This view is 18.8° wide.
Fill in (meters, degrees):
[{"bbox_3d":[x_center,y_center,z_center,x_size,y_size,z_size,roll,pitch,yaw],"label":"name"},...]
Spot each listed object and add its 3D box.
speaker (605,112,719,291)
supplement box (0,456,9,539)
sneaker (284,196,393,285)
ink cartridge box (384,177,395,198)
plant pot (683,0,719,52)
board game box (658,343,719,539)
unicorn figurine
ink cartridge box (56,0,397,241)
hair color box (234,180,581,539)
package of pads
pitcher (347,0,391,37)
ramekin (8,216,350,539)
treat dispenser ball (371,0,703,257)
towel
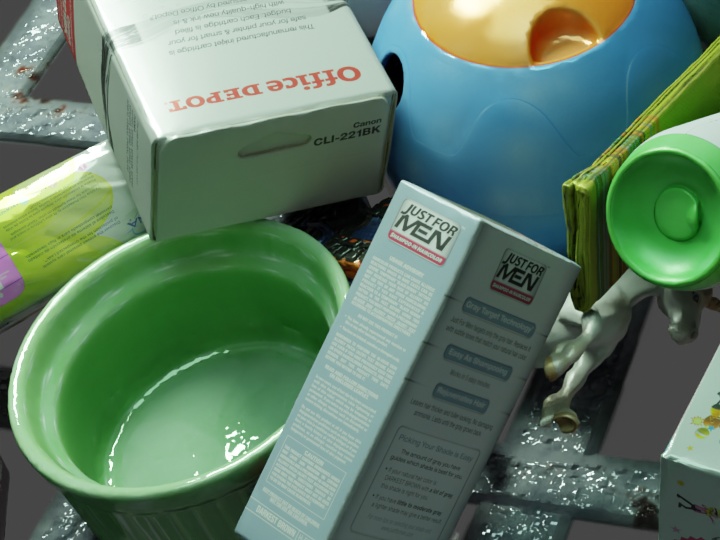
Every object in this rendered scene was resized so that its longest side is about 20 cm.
[{"bbox_3d":[0.209,-0.045,1.169,0.088,0.089,0.200,16,20,31],"label":"speaker"},{"bbox_3d":[-0.275,0.088,1.186,0.110,0.201,0.086,-11,43,6],"label":"supplement box"},{"bbox_3d":[0.000,0.000,1.277,0.075,0.079,0.200,-35,19,-11],"label":"sneaker"},{"bbox_3d":[-0.056,-0.123,1.407,0.067,0.117,0.200,-28,43,-13],"label":"ink cartridge box"},{"bbox_3d":[0.271,-0.186,1.317,0.199,0.189,0.201,-9,43,9],"label":"plant pot"},{"bbox_3d":[0.212,0.074,1.084,0.064,0.148,0.200,16,50,21],"label":"board game box"},{"bbox_3d":[0.112,0.040,1.207,0.199,0.074,0.138,0,34,25],"label":"unicorn figurine"},{"bbox_3d":[-0.082,-0.124,1.256,0.143,0.084,0.201,-13,49,-17],"label":"ink cartridge box"},{"bbox_3d":[0.025,0.065,1.119,0.060,0.099,0.201,29,95,39],"label":"hair color box"},{"bbox_3d":[-0.214,-0.004,1.308,0.199,0.068,0.154,-32,2,-16],"label":"package of pads"},{"bbox_3d":[-0.008,-0.225,1.431,0.171,0.200,0.122,-17,81,-31],"label":"pitcher"},{"bbox_3d":[-0.086,0.074,1.208,0.199,0.098,0.201,-12,44,12],"label":"ramekin"},{"bbox_3d":[0.103,-0.104,1.272,0.199,0.202,0.202,-9,42,8],"label":"treat dispenser ball"},{"bbox_3d":[0.169,-0.064,1.193,0.018,0.086,0.200,22,46,29],"label":"towel"}]
